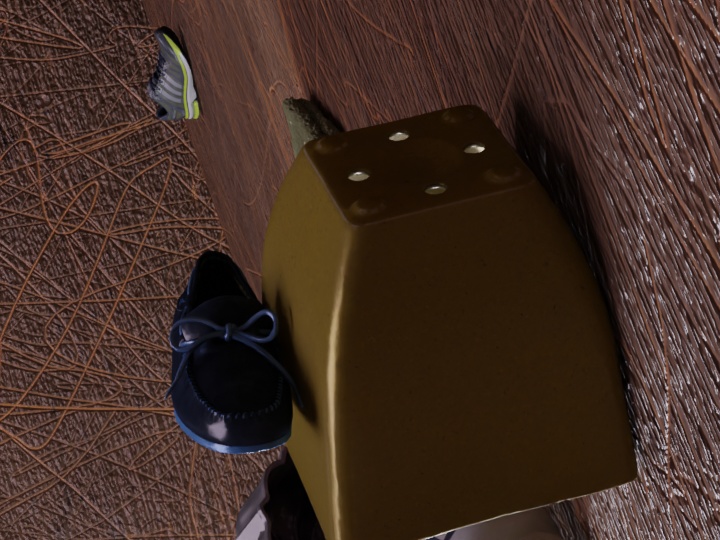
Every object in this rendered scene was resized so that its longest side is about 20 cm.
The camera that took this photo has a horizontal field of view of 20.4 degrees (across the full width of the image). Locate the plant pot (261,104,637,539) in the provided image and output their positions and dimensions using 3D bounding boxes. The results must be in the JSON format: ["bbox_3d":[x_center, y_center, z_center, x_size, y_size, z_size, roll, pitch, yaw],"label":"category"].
[{"bbox_3d":[0.041,0.018,1.211,0.195,0.194,0.201,-120,19,-57],"label":"plant pot"}]

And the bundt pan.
[{"bbox_3d":[-0.022,0.242,1.601,0.201,0.076,0.203,31,-146,-24],"label":"bundt pan"}]

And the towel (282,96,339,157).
[{"bbox_3d":[-0.034,-0.095,2.037,0.200,0.036,0.150,-127,21,-70],"label":"towel"}]

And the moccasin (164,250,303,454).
[{"bbox_3d":[-0.089,0.046,1.225,0.200,0.080,0.069,-128,36,-63],"label":"moccasin"}]

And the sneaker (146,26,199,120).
[{"bbox_3d":[-0.333,-0.333,3.465,0.074,0.080,0.201,-117,12,-47],"label":"sneaker"}]

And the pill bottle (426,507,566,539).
[{"bbox_3d":[0.081,0.212,1.491,0.199,0.110,0.112,20,132,52],"label":"pill bottle"}]
